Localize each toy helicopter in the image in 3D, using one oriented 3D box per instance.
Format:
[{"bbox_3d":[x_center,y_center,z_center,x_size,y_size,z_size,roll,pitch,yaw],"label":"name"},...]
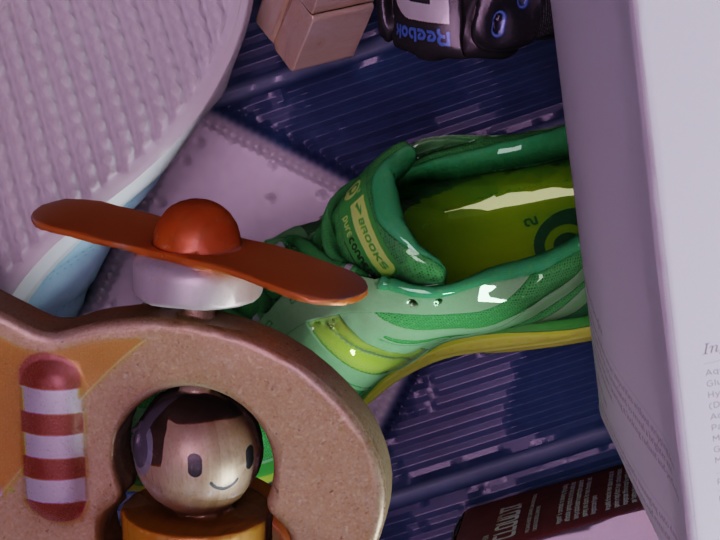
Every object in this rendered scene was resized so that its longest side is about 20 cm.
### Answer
[{"bbox_3d":[-0.082,0.023,0.704,0.200,0.079,0.132,30,112,0],"label":"toy helicopter"}]

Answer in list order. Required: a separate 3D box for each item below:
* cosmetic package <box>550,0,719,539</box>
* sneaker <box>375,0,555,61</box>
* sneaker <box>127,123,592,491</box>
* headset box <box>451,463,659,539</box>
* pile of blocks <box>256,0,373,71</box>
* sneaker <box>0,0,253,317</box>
[{"bbox_3d":[0.098,-0.029,0.663,0.081,0.113,0.201,-11,120,-5],"label":"cosmetic package"},{"bbox_3d":[0.018,-0.116,0.694,0.073,0.200,0.112,8,84,37],"label":"sneaker"},{"bbox_3d":[0.000,0.000,0.764,0.199,0.084,0.074,-23,56,4],"label":"sneaker"},{"bbox_3d":[0.123,0.124,0.774,0.199,0.077,0.149,-16,94,7],"label":"headset box"},{"bbox_3d":[-0.014,-0.164,0.775,0.062,0.082,0.201,-16,108,-34],"label":"pile of blocks"},{"bbox_3d":[-0.103,-0.021,0.789,0.074,0.082,0.200,40,88,6],"label":"sneaker"}]
